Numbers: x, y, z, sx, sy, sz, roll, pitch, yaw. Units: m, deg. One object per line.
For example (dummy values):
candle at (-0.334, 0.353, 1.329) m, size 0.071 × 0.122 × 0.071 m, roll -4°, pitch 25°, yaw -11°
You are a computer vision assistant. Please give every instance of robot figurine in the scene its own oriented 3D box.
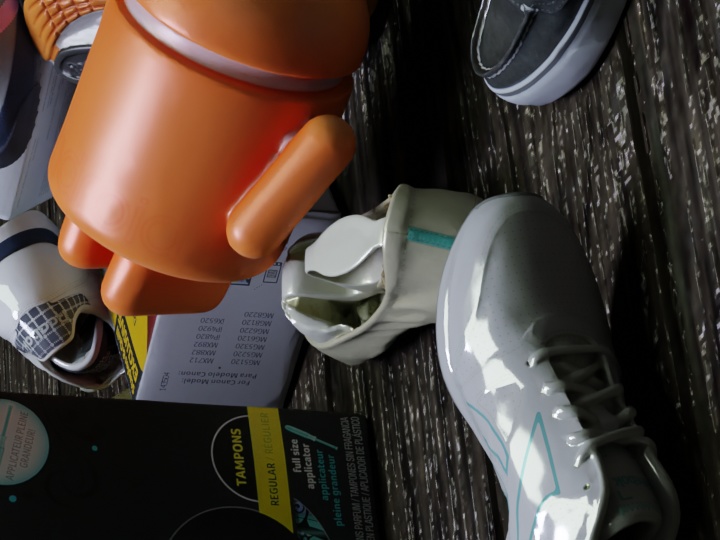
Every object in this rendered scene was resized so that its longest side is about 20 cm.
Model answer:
robot figurine at (-0.065, -0.075, 1.131) m, size 0.144 × 0.116 × 0.200 m, roll -91°, pitch 22°, yaw -64°

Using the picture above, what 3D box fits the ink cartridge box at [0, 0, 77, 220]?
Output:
ink cartridge box at (-0.157, -0.126, 1.429) m, size 0.200 × 0.057 × 0.163 m, roll -50°, pitch -22°, yaw -71°

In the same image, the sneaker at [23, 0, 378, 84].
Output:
sneaker at (-0.070, -0.149, 1.266) m, size 0.092 × 0.200 × 0.076 m, roll -56°, pitch -46°, yaw -41°

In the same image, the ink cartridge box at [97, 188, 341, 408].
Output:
ink cartridge box at (-0.090, -0.021, 1.345) m, size 0.200 × 0.084 × 0.176 m, roll -112°, pitch 31°, yaw -50°

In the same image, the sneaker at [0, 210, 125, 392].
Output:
sneaker at (-0.148, 0.034, 1.411) m, size 0.076 × 0.200 × 0.081 m, roll -44°, pitch 67°, yaw 9°

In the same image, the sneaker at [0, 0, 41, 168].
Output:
sneaker at (-0.213, -0.147, 1.293) m, size 0.070 × 0.082 × 0.201 m, roll -1°, pitch 98°, yaw 35°

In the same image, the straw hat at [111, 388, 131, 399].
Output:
straw hat at (-0.113, 0.111, 1.363) m, size 0.085 × 0.201 × 0.201 m, roll -48°, pitch 19°, yaw -9°

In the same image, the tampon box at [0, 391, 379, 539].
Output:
tampon box at (-0.103, 0.150, 1.178) m, size 0.126 × 0.199 × 0.150 m, roll 126°, pitch 142°, yaw -55°

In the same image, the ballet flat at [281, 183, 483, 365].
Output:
ballet flat at (0.000, 0.000, 1.124) m, size 0.200 × 0.069 × 0.070 m, roll 150°, pitch 121°, yaw -66°

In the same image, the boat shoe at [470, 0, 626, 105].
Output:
boat shoe at (0.076, -0.137, 0.956) m, size 0.200 × 0.056 × 0.069 m, roll 119°, pitch 148°, yaw -49°

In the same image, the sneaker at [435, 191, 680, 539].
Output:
sneaker at (0.079, 0.066, 0.910) m, size 0.080 × 0.070 × 0.201 m, roll -28°, pitch 67°, yaw 60°
